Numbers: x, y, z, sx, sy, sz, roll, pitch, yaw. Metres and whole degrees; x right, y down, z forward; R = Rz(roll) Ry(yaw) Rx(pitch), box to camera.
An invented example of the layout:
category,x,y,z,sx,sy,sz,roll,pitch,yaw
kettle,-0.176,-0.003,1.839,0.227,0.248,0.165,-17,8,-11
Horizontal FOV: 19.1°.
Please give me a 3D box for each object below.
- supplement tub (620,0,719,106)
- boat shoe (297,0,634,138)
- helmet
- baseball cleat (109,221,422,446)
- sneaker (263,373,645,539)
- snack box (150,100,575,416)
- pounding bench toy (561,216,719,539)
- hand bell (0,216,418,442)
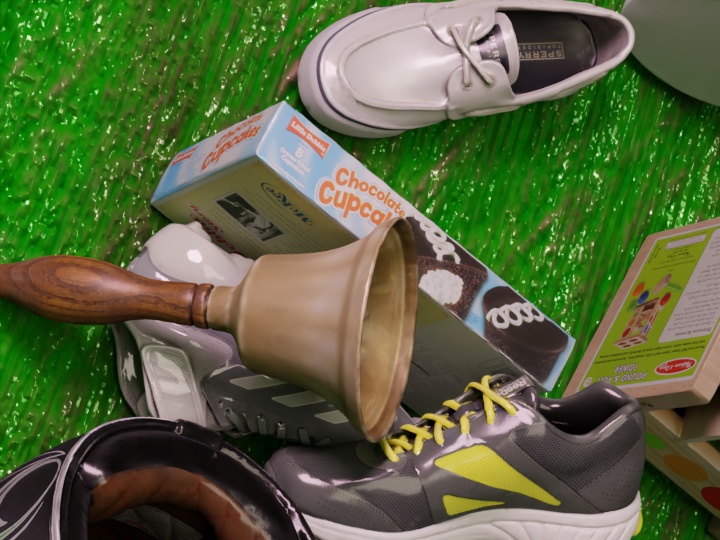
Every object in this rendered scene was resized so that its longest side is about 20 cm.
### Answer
category,x,y,z,sx,sy,sz,roll,pitch,yaw
supplement tub,0.240,-0.208,1.243,0.145,0.145,0.201,33,68,-22
boat shoe,0.062,-0.115,1.171,0.199,0.066,0.073,-5,85,-31
helmet,-0.118,0.181,0.951,0.199,0.191,0.201,27,35,-21
baseball cleat,-0.049,0.069,1.087,0.200,0.070,0.107,41,72,-9
sneaker,0.049,0.087,1.045,0.198,0.075,0.085,2,112,-20
snack box,0.000,0.000,1.088,0.200,0.116,0.037,39,62,-20
pounding bench toy,0.243,0.062,1.173,0.156,0.200,0.125,39,65,-19
hand bell,-0.081,0.017,1.012,0.198,0.104,0.105,6,76,15
